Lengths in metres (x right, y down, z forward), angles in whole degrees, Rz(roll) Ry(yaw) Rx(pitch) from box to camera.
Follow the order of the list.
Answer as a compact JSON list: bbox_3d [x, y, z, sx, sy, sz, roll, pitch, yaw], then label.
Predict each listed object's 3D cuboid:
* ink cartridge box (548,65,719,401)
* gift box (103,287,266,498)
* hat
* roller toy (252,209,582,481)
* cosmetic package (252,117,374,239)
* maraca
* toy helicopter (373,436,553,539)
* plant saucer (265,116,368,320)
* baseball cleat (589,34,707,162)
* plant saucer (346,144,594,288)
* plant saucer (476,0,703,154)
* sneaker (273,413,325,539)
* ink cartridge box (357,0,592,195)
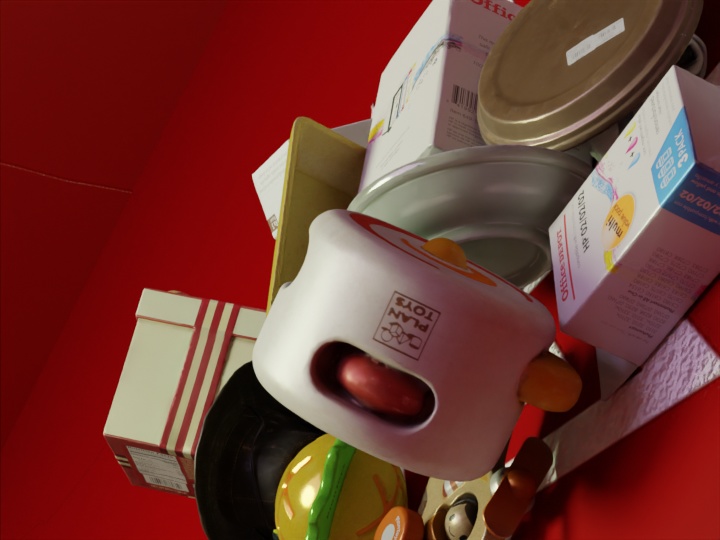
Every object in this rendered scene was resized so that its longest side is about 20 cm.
[{"bbox_3d":[0.187,-0.021,1.204,0.200,0.068,0.115,-56,19,34],"label":"ink cartridge box"},{"bbox_3d":[-0.156,0.128,1.843,0.200,0.184,0.187,92,-168,-67],"label":"gift box"},{"bbox_3d":[-0.069,0.171,1.560,0.200,0.081,0.202,0,-90,-69],"label":"hat"},{"bbox_3d":[0.033,0.044,1.203,0.200,0.182,0.140,34,102,49],"label":"roller toy"},{"bbox_3d":[0.012,-0.096,1.653,0.102,0.199,0.074,-34,73,61],"label":"cosmetic package"},{"bbox_3d":[-0.018,0.188,1.452,0.200,0.107,0.138,71,-148,-73],"label":"maraca"},{"bbox_3d":[0.091,0.138,1.280,0.132,0.079,0.201,-23,45,61],"label":"toy helicopter"},{"bbox_3d":[0.000,0.000,1.495,0.048,0.200,0.201,-26,48,44],"label":"plant saucer"},{"bbox_3d":[0.215,-0.161,1.349,0.106,0.070,0.201,-34,34,34],"label":"baseball cleat"},{"bbox_3d":[0.087,-0.023,1.327,0.200,0.199,0.050,-46,44,51],"label":"plant saucer"},{"bbox_3d":[0.163,-0.167,1.328,0.200,0.029,0.200,-32,32,23],"label":"plant saucer"},{"bbox_3d":[-0.051,0.201,1.702,0.078,0.066,0.201,34,-108,-78],"label":"sneaker"},{"bbox_3d":[0.096,-0.107,1.477,0.145,0.147,0.201,-49,23,47],"label":"ink cartridge box"}]
